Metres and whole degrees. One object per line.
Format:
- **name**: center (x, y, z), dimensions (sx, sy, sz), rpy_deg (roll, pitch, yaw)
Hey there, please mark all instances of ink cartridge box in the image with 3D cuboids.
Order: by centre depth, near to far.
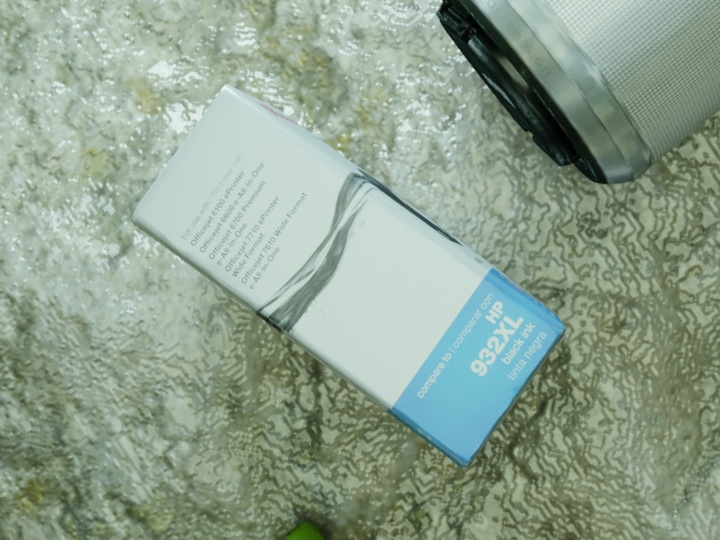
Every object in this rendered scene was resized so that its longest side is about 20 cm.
- **ink cartridge box**: center (0.000, 0.000, 0.698), dimensions (0.199, 0.145, 0.084), rpy_deg (36, 95, 5)

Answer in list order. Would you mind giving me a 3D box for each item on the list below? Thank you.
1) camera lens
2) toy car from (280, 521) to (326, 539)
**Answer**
- **camera lens**: center (0.146, -0.155, 0.677), dimensions (0.200, 0.160, 0.160), rpy_deg (-39, 87, 6)
- **toy car**: center (-0.032, 0.246, 0.686), dimensions (0.158, 0.200, 0.164), rpy_deg (-43, 86, 6)
